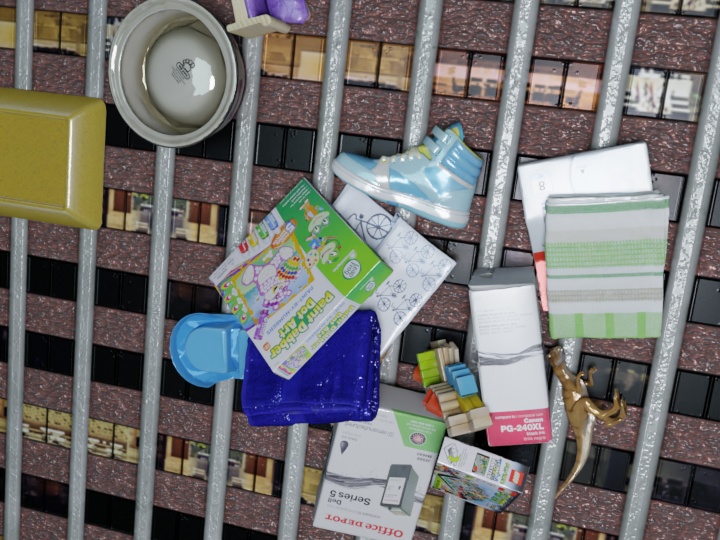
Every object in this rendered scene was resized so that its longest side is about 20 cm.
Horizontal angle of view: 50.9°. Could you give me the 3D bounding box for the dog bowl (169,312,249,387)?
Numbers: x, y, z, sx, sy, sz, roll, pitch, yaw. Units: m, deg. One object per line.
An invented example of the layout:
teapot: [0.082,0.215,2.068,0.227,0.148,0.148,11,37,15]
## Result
dog bowl: [-0.182,0.116,1.123,0.198,0.050,0.113,3,100,14]

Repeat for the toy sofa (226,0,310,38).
toy sofa: [-0.139,-0.420,1.006,0.097,0.083,0.202,-8,97,16]

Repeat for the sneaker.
sneaker: [0.069,-0.149,1.003,0.198,0.080,0.132,21,106,0]

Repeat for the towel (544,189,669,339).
towel: [0.313,-0.004,0.970,0.148,0.031,0.202,0,116,15]

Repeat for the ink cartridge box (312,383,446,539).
ink cartridge box: [0.025,0.268,1.058,0.144,0.084,0.202,13,106,-2]

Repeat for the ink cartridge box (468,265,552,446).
ink cartridge box: [0.195,0.103,0.976,0.083,0.145,0.202,-6,98,13]

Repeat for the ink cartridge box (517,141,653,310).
ink cartridge box: [0.297,-0.052,0.976,0.159,0.047,0.202,-9,95,16]

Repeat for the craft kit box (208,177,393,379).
craft kit box: [-0.086,0.006,1.015,0.200,0.048,0.198,-46,57,5]

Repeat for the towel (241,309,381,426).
towel: [-0.069,0.129,1.001,0.198,0.049,0.149,-8,72,27]

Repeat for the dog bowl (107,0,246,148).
dog bowl: [-0.248,-0.274,1.058,0.198,0.074,0.202,3,101,16]

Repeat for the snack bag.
snack bag: [0.000,0.000,1.041,0.200,0.021,0.189,41,93,13]

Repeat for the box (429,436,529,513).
box: [0.151,0.273,0.997,0.109,0.200,0.035,18,68,11]

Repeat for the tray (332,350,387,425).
tray: [-0.018,0.120,1.090,0.098,0.037,0.201,29,106,8]

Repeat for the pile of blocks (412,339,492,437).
pile of blocks: [0.104,0.146,0.978,0.062,0.200,0.083,-12,110,-10]

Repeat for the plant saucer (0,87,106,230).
plant saucer: [-0.492,-0.170,1.154,0.198,0.048,0.202,9,102,13]

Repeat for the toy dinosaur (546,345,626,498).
toy dinosaur: [0.302,0.197,1.020,0.105,0.060,0.202,-12,86,28]
